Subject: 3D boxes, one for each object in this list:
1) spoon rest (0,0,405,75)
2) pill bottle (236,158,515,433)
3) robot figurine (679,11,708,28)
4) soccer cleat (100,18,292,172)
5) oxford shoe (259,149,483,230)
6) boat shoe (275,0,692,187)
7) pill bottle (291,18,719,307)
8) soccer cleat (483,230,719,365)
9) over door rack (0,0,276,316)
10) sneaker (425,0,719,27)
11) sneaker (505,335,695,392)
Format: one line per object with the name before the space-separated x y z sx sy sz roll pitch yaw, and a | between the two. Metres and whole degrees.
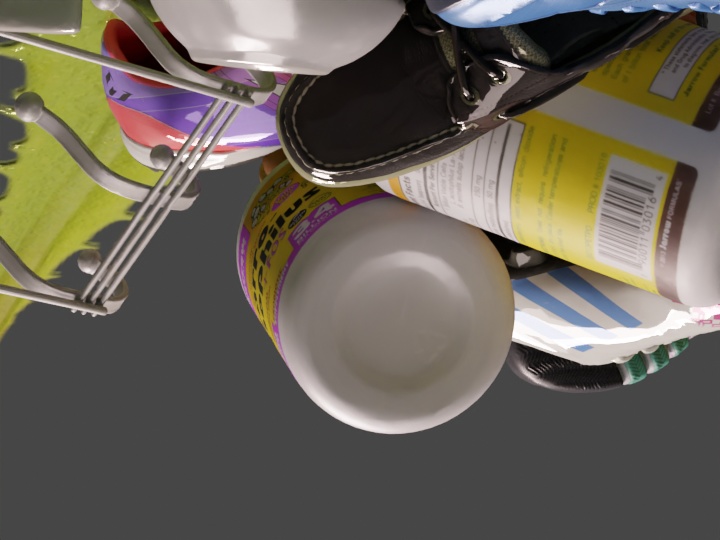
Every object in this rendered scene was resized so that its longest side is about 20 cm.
spoon rest | -0.058 -0.106 1.084 0.099 0.061 0.200 6 -177 30
pill bottle | 0.000 0.000 1.371 0.104 0.105 0.200 4 -168 -12
robot figurine | 0.167 -0.078 1.380 0.144 0.058 0.200 2 167 9
soccer cleat | -0.019 -0.092 1.341 0.199 0.068 0.073 -7 141 12
oxford shoe | 0.027 -0.064 1.486 0.199 0.071 0.071 2 132 36
boat shoe | 0.055 -0.097 1.158 0.200 0.073 0.065 -31 178 3
pill bottle | 0.076 -0.066 1.245 0.199 0.110 0.109 22 174 19
soccer cleat | 0.139 0.009 1.477 0.199 0.070 0.087 3 134 22
over door rack | -0.151 -0.054 1.273 0.200 0.067 0.148 4 133 -44
sneaker | 0.118 -0.114 1.078 0.200 0.079 0.066 -20 -159 24
sneaker | 0.145 0.010 1.605 0.200 0.075 0.087 -26 -170 -28
